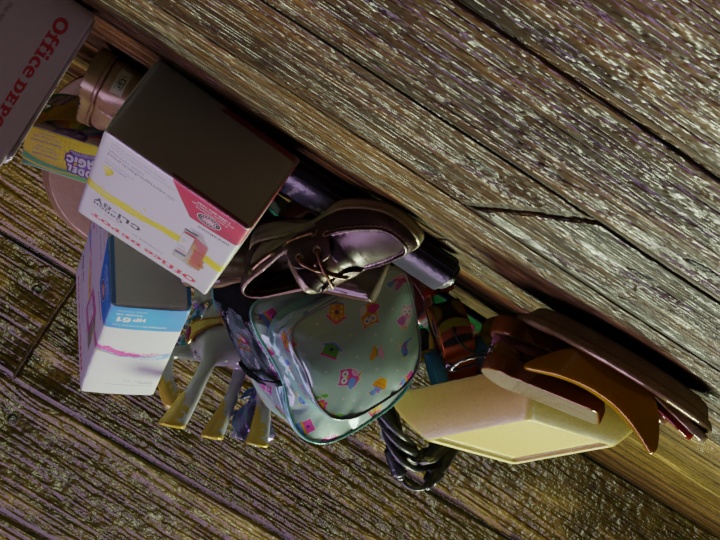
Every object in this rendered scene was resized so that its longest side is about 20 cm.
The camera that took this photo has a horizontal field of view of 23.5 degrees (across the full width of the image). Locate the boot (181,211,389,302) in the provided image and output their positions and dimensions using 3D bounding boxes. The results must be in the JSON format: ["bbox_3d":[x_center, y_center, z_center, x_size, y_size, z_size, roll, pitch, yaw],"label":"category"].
[{"bbox_3d":[-0.054,-0.047,1.639,0.200,0.187,0.064,2,140,14],"label":"boot"}]

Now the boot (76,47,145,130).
[{"bbox_3d":[-0.164,-0.121,1.608,0.200,0.066,0.175,30,177,-4],"label":"boot"}]

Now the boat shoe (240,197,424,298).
[{"bbox_3d":[-0.031,-0.009,1.486,0.200,0.072,0.072,-7,137,43],"label":"boat shoe"}]

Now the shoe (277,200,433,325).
[{"bbox_3d":[0.000,0.000,1.814,0.200,0.072,0.091,37,-179,-14],"label":"shoe"}]

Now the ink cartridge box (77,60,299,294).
[{"bbox_3d":[-0.153,-0.073,1.489,0.145,0.083,0.200,34,158,-4],"label":"ink cartridge box"}]

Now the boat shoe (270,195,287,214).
[{"bbox_3d":[-0.083,-0.013,1.926,0.070,0.072,0.201,31,-163,-36],"label":"boat shoe"}]

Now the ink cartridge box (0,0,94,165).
[{"bbox_3d":[-0.331,-0.194,1.348,0.200,0.145,0.084,33,177,-25],"label":"ink cartridge box"}]

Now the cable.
[{"bbox_3d":[0.059,0.137,1.884,0.163,0.051,0.200,60,-147,-13],"label":"cable"}]

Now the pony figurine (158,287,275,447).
[{"bbox_3d":[-0.122,0.082,1.840,0.193,0.200,0.166,16,168,-25],"label":"pony figurine"}]

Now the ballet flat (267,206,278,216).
[{"bbox_3d":[-0.132,-0.061,1.838,0.067,0.070,0.200,48,-179,-17],"label":"ballet flat"}]

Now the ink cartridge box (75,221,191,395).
[{"bbox_3d":[-0.234,0.021,1.761,0.084,0.145,0.200,2,151,-16],"label":"ink cartridge box"}]

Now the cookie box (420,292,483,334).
[{"bbox_3d":[0.064,0.056,2.036,0.200,0.075,0.171,33,177,-23],"label":"cookie box"}]

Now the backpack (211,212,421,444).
[{"bbox_3d":[-0.029,0.068,1.704,0.153,0.176,0.200,34,148,45],"label":"backpack"}]

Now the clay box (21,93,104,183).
[{"bbox_3d":[-0.241,-0.120,1.709,0.200,0.048,0.115,17,-156,15],"label":"clay box"}]

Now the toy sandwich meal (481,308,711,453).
[{"bbox_3d":[0.194,0.099,1.444,0.205,0.070,0.205,31,176,2],"label":"toy sandwich meal"}]

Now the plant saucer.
[{"bbox_3d":[0.164,0.154,1.772,0.200,0.049,0.200,19,155,-41],"label":"plant saucer"}]

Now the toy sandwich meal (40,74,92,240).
[{"bbox_3d":[-0.250,-0.111,1.834,0.205,0.205,0.070,32,-152,-7],"label":"toy sandwich meal"}]

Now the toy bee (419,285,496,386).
[{"bbox_3d":[0.101,0.069,1.793,0.131,0.109,0.200,-9,161,-27],"label":"toy bee"}]

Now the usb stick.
[{"bbox_3d":[0.000,-0.045,1.515,0.200,0.033,0.055,33,170,-12],"label":"usb stick"}]
